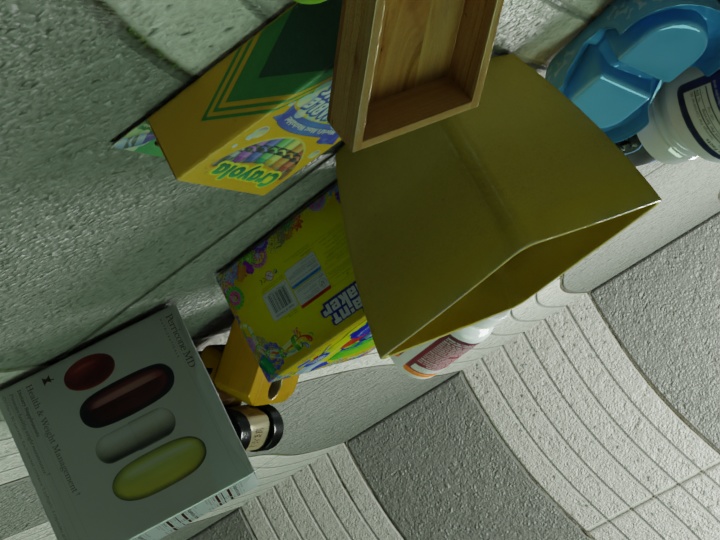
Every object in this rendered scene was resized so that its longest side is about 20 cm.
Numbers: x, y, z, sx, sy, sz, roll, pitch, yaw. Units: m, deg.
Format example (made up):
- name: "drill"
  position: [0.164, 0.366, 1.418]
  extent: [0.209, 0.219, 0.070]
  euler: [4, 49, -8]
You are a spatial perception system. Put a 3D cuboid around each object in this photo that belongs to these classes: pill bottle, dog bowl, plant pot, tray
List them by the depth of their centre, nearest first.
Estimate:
- name: "tray"
  position: [0.038, -0.166, 0.690]
  extent: [0.098, 0.037, 0.202]
  euler: [-22, 145, -26]
- name: "plant pot"
  position: [0.094, -0.067, 1.030]
  extent: [0.198, 0.178, 0.200]
  euler: [-17, 162, -43]
- name: "dog bowl"
  position: [0.242, -0.188, 1.090]
  extent: [0.110, 0.050, 0.200]
  euler: [16, 142, -29]
- name: "pill bottle"
  position: [0.354, -0.167, 1.123]
  extent: [0.119, 0.121, 0.199]
  euler: [-20, -179, -35]
- name: "pill bottle"
  position: [0.133, 0.074, 1.837]
  extent: [0.113, 0.115, 0.200]
  euler: [-17, 164, -42]

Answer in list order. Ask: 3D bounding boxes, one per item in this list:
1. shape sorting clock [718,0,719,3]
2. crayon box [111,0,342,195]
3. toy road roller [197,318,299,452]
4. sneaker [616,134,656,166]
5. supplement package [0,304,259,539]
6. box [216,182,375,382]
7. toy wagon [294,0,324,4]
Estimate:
- name: "shape sorting clock"
  position: [0.339, -0.255, 1.149]
  extent: [0.198, 0.040, 0.200]
  euler: [-26, 168, -6]
- name: "crayon box"
  position: [-0.053, -0.112, 0.818]
  extent: [0.199, 0.052, 0.125]
  euler: [-33, 167, 19]
- name: "toy road roller"
  position: [-0.156, 0.116, 1.415]
  extent: [0.203, 0.144, 0.123]
  euler: [-69, 160, 6]
- name: "sneaker"
  position: [0.252, -0.133, 1.282]
  extent: [0.198, 0.071, 0.077]
  euler: [-15, -176, 42]
- name: "supplement package"
  position: [-0.231, 0.175, 1.235]
  extent: [0.198, 0.193, 0.147]
  euler: [-27, 169, -10]
- name: "box"
  position: [0.000, 0.000, 1.222]
  extent: [0.199, 0.123, 0.192]
  euler: [-35, 167, 28]
- name: "toy wagon"
  position: [0.015, -0.208, 0.535]
  extent: [0.198, 0.040, 0.156]
  euler: [-28, 151, -7]
